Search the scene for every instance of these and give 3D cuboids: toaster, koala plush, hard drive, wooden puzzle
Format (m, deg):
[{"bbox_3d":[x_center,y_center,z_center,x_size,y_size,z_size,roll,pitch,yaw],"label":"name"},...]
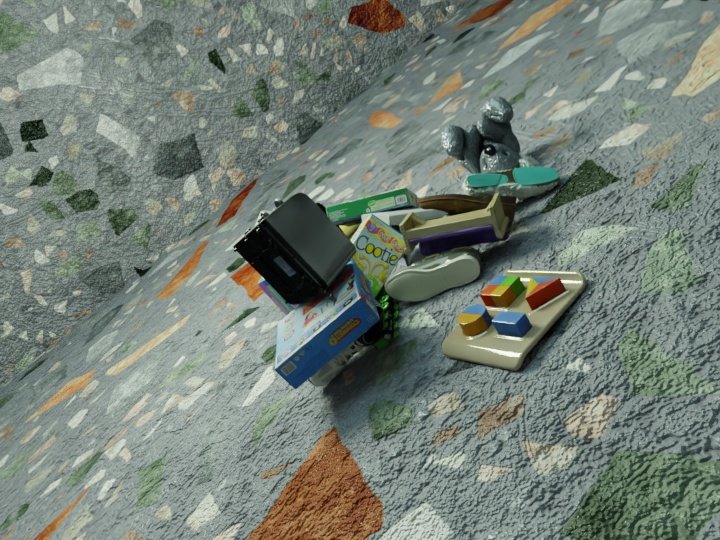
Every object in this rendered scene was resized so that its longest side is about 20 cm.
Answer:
[{"bbox_3d":[-0.121,-0.033,1.283,0.119,0.200,0.181,-49,11,-27],"label":"toaster"},{"bbox_3d":[0.307,-0.245,1.519,0.177,0.184,0.201,-32,43,10],"label":"koala plush"},{"bbox_3d":[0.120,-0.127,1.553,0.199,0.027,0.132,-10,9,-26],"label":"hard drive"},{"bbox_3d":[0.238,0.064,1.098,0.200,0.046,0.185,-46,24,-23],"label":"wooden puzzle"}]

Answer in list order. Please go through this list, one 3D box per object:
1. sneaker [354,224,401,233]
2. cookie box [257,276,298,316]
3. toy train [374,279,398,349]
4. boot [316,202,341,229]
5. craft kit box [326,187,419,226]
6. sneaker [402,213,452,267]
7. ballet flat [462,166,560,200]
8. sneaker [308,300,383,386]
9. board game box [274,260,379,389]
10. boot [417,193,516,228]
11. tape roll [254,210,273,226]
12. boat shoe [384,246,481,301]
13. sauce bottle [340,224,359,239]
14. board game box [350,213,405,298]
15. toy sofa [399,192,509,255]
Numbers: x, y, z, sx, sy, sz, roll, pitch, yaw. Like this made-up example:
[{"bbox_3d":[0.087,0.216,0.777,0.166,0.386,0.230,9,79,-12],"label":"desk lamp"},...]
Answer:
[{"bbox_3d":[0.028,-0.098,1.647,0.200,0.095,0.080,7,84,61],"label":"sneaker"},{"bbox_3d":[-0.134,0.023,1.580,0.075,0.171,0.200,-30,22,25],"label":"cookie box"},{"bbox_3d":[0.046,0.086,1.360,0.056,0.042,0.200,-40,19,21],"label":"toy train"},{"bbox_3d":[-0.116,-0.059,1.696,0.157,0.211,0.080,-28,44,8],"label":"boot"},{"bbox_3d":[0.036,-0.153,1.670,0.198,0.049,0.197,-13,-4,12],"label":"craft kit box"},{"bbox_3d":[0.164,-0.082,1.467,0.200,0.075,0.115,-41,24,-3],"label":"sneaker"},{"bbox_3d":[0.313,-0.176,1.422,0.198,0.072,0.072,-2,29,8],"label":"ballet flat"},{"bbox_3d":[-0.029,0.135,1.261,0.201,0.075,0.115,-54,12,-4],"label":"sneaker"},{"bbox_3d":[-0.065,0.094,1.248,0.200,0.056,0.196,-40,18,9],"label":"board game box"},{"bbox_3d":[0.210,-0.117,1.371,0.198,0.076,0.074,6,10,15],"label":"boot"},{"bbox_3d":[-0.132,-0.074,1.485,0.037,0.202,0.203,-66,20,9],"label":"tape roll"},{"bbox_3d":[0.143,0.006,1.332,0.201,0.072,0.060,-17,26,27],"label":"boat shoe"},{"bbox_3d":[-0.012,-0.123,1.840,0.200,0.066,0.066,-42,22,-20],"label":"sauce bottle"},{"bbox_3d":[0.000,0.000,1.421,0.201,0.103,0.105,-57,6,-15],"label":"board game box"},{"bbox_3d":[0.184,-0.075,1.320,0.199,0.098,0.083,-10,20,24],"label":"toy sofa"}]
